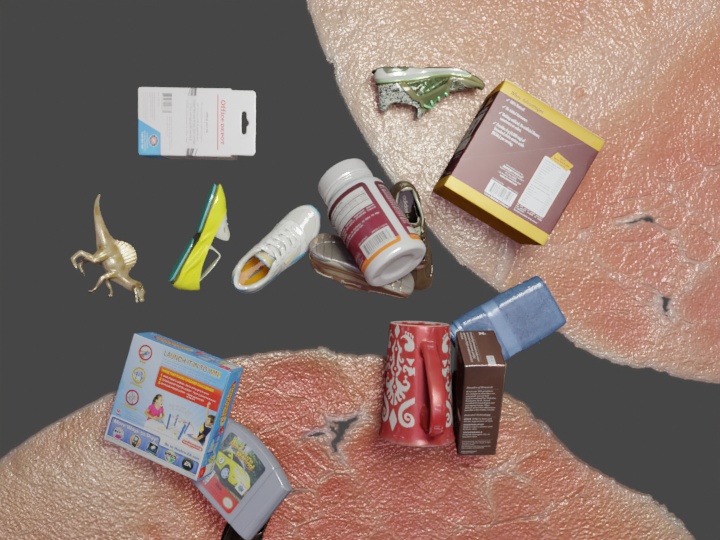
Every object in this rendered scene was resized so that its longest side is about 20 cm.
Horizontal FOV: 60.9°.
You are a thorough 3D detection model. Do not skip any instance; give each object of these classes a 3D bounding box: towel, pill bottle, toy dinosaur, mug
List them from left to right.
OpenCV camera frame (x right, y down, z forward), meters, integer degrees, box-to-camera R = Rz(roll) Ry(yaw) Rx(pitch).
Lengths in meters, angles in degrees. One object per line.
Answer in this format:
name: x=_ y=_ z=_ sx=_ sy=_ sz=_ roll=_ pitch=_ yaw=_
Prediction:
toy dinosaur: x=-0.455 y=-0.026 z=1.091 sx=0.101 sy=0.058 sz=0.201 roll=-26 pitch=102 yaw=-15
pill bottle: x=0.014 y=-0.084 z=1.035 sx=0.114 sy=0.114 sz=0.200 roll=-31 pitch=67 yaw=0
mug: x=0.116 y=0.193 z=1.064 sx=0.133 sy=0.177 sz=0.201 roll=3 pitch=88 yaw=-39
towel: x=0.263 y=0.100 z=1.116 sx=0.199 sy=0.049 sz=0.112 roll=-29 pitch=95 yaw=1

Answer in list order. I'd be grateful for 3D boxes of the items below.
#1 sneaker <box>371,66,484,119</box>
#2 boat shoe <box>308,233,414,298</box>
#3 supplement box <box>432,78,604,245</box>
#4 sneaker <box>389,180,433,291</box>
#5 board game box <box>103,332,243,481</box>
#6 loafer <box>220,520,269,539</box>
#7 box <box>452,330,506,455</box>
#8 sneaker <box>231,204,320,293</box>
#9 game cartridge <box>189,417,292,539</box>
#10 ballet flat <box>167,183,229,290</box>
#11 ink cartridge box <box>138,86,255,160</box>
sneaker: x=0.118 y=-0.313 z=1.085 sx=0.199 sy=0.077 sz=0.089 roll=2 pitch=106 yaw=3
boat shoe: x=0.000 y=0.000 z=1.094 sx=0.199 sy=0.072 sz=0.076 roll=25 pitch=50 yaw=4
supplement box: x=0.264 y=-0.179 z=1.058 sx=0.197 sy=0.133 sz=0.201 roll=30 pitch=92 yaw=-3
sneaker: x=0.087 y=-0.059 z=1.087 sx=0.070 sy=0.076 sz=0.201 roll=-14 pitch=93 yaw=-1
board game box: x=-0.327 y=0.232 z=1.072 sx=0.199 sy=0.056 sz=0.197 roll=18 pitch=92 yaw=15
loafer: x=-0.207 y=0.464 z=1.110 sx=0.073 sy=0.071 sz=0.201 roll=21 pitch=92 yaw=-3
box: x=0.199 y=0.213 z=1.057 sx=0.075 sy=0.100 sz=0.201 roll=0 pitch=119 yaw=-1
sneaker: x=-0.144 y=-0.034 z=1.079 sx=0.076 sy=0.081 sz=0.200 roll=43 pitch=90 yaw=-2
game cartridge: x=-0.222 y=0.354 z=1.085 sx=0.200 sy=0.041 sz=0.133 roll=39 pitch=87 yaw=20
ballet flat: x=-0.272 y=-0.054 z=1.089 sx=0.067 sy=0.067 sz=0.201 roll=24 pitch=95 yaw=-24
ink cartridge box: x=-0.278 y=-0.253 z=1.068 sx=0.199 sy=0.067 sz=0.116 roll=1 pitch=93 yaw=-2
